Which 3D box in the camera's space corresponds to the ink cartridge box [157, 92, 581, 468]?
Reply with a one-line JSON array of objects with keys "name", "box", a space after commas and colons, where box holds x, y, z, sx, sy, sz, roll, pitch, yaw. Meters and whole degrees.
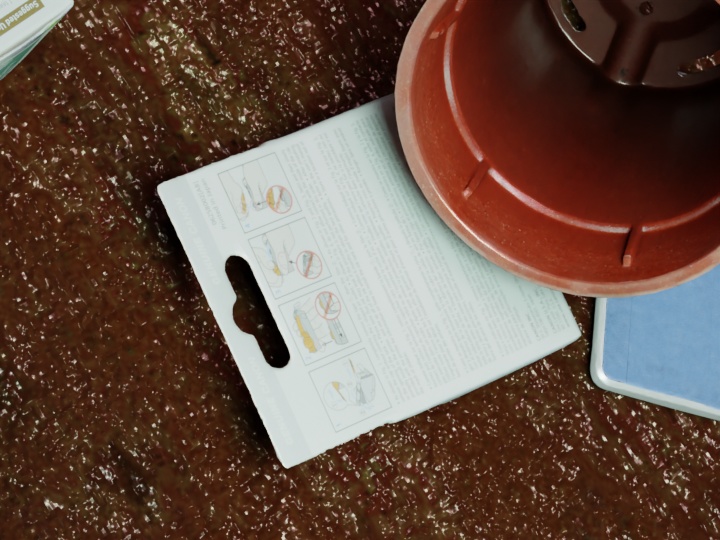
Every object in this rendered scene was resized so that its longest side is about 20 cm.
[{"name": "ink cartridge box", "box": [0.000, 0.000, 1.464, 0.199, 0.057, 0.163, -23, 85, -27]}]

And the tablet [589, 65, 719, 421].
[{"name": "tablet", "box": [0.192, -0.015, 1.587, 0.130, 0.014, 0.201, 15, 68, -23]}]

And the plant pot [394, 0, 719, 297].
[{"name": "plant pot", "box": [0.140, -0.120, 1.469, 0.201, 0.201, 0.195, 44, 32, -8]}]

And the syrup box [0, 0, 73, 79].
[{"name": "syrup box", "box": [-0.239, -0.177, 1.378, 0.081, 0.079, 0.200, -39, 93, -32]}]
